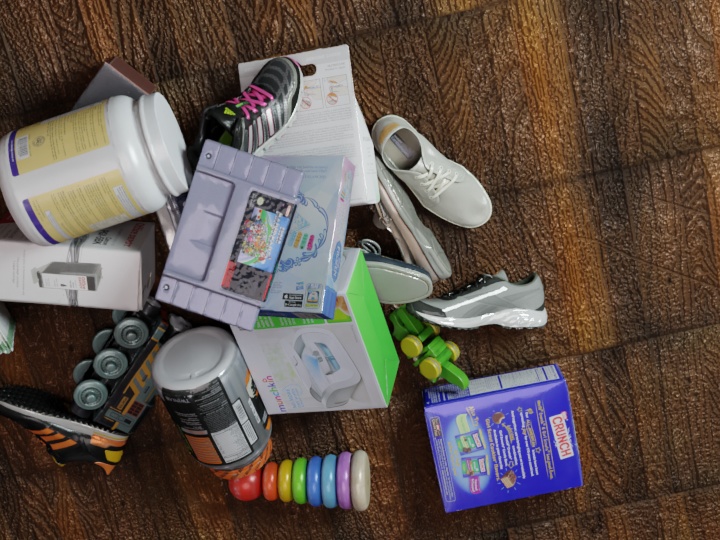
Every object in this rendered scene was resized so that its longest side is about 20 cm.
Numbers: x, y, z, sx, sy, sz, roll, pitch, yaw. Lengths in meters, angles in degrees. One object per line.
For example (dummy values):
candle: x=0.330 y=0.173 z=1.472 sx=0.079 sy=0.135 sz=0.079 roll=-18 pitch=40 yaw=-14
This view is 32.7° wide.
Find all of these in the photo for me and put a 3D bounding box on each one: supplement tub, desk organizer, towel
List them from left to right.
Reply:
towel: x=-0.508 y=0.009 z=1.588 sx=0.031 sy=0.149 sz=0.201 roll=-28 pitch=107 yaw=-7
desk organizer: x=-0.347 y=-0.171 z=1.567 sx=0.072 sy=0.077 sz=0.200 roll=36 pitch=104 yaw=-13
supplement tub: x=-0.315 y=-0.123 z=1.466 sx=0.199 sy=0.145 sz=0.146 roll=-17 pitch=109 yaw=4
supplement tub: x=-0.193 y=0.182 z=1.648 sx=0.122 sy=0.123 sz=0.200 roll=-15 pitch=131 yaw=4

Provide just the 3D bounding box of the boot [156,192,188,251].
boot: x=-0.227 y=-0.097 z=1.608 sx=0.090 sy=0.073 sz=0.201 roll=-19 pitch=111 yaw=-9

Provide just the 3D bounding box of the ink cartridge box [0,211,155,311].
ink cartridge box: x=-0.371 y=-0.015 z=1.584 sx=0.199 sy=0.147 sz=0.083 roll=4 pitch=107 yaw=-4

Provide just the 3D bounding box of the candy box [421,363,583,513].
candy box: x=0.198 y=0.234 z=1.719 sx=0.199 sy=0.077 sz=0.170 roll=-11 pitch=108 yaw=4

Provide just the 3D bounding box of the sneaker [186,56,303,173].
sneaker: x=-0.144 y=-0.186 z=1.508 sx=0.074 sy=0.087 sz=0.200 roll=34 pitch=85 yaw=28

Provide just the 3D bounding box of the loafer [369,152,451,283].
loafer: x=0.047 y=-0.060 z=1.621 sx=0.063 sy=0.072 sz=0.200 roll=-29 pitch=110 yaw=16

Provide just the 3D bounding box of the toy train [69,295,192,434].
toy train: x=-0.312 y=0.128 z=1.674 sx=0.114 sy=0.085 sz=0.200 roll=30 pitch=103 yaw=-25

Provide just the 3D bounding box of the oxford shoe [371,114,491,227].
oxford shoe: x=0.093 y=-0.123 z=1.604 sx=0.200 sy=0.058 sz=0.075 roll=42 pitch=99 yaw=-16

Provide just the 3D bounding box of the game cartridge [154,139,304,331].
game cartridge: x=-0.153 y=-0.041 z=1.456 sx=0.129 sy=0.038 sz=0.201 roll=18 pitch=93 yaw=4

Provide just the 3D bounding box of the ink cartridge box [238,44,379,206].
ink cartridge box: x=-0.068 y=-0.175 z=1.574 sx=0.160 sy=0.050 sz=0.201 roll=-6 pitch=91 yaw=21

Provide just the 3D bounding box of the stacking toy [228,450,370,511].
stacking toy: x=-0.088 y=0.300 z=1.740 sx=0.199 sy=0.085 sz=0.086 roll=-2 pitch=109 yaw=7

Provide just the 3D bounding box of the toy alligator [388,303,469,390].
toy alligator: x=0.071 y=0.091 z=1.682 sx=0.200 sy=0.059 sz=0.054 roll=50 pitch=136 yaw=2

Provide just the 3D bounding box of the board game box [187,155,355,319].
board game box: x=-0.116 y=-0.043 z=1.524 sx=0.199 sy=0.043 sz=0.200 roll=3 pitch=76 yaw=22

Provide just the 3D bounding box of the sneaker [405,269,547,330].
sneaker: x=0.155 y=0.039 z=1.652 sx=0.199 sy=0.074 sz=0.080 roll=-2 pitch=97 yaw=-16

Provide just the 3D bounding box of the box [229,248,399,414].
box: x=-0.062 y=0.081 z=1.606 sx=0.176 sy=0.097 sz=0.201 roll=-5 pitch=127 yaw=18

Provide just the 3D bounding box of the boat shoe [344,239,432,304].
boat shoe: x=0.000 y=0.000 z=1.624 sx=0.199 sy=0.062 sz=0.075 roll=2 pitch=131 yaw=15

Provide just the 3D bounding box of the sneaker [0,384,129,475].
sneaker: x=-0.426 y=0.228 z=1.706 sx=0.199 sy=0.070 sz=0.090 roll=18 pitch=105 yaw=-9
